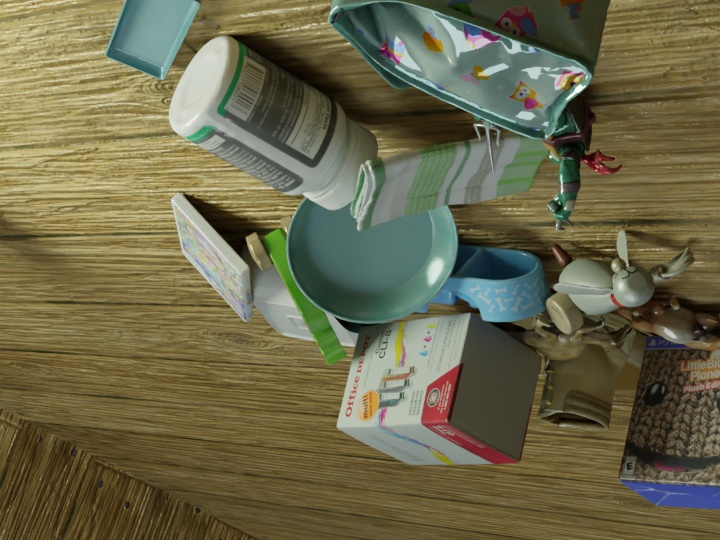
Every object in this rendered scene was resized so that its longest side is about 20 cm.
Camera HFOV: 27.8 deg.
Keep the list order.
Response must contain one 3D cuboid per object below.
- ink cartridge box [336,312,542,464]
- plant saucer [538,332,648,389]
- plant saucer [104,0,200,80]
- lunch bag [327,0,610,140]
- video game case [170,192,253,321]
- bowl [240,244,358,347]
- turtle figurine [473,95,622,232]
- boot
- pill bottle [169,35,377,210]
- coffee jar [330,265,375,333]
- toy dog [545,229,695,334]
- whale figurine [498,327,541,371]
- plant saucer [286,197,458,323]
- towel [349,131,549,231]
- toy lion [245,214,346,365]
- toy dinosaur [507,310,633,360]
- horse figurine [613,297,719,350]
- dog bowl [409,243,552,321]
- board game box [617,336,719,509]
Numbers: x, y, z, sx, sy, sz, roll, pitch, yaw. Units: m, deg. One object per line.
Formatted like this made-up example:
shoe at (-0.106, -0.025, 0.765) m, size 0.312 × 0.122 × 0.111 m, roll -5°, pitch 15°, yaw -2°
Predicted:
ink cartridge box at (0.096, 0.152, 1.812) m, size 0.144 × 0.146 × 0.200 m, roll 30°, pitch 153°, yaw -36°
plant saucer at (0.324, 0.120, 1.980) m, size 0.199 × 0.036 × 0.200 m, roll 15°, pitch 160°, yaw 6°
plant saucer at (-0.212, -0.249, 1.474) m, size 0.070 × 0.019 × 0.200 m, roll 22°, pitch 161°, yaw -12°
lunch bag at (0.084, -0.216, 1.089) m, size 0.199 × 0.171 × 0.122 m, roll 19°, pitch 153°, yaw -4°
video game case at (-0.200, -0.015, 1.983) m, size 0.143 × 0.018 × 0.200 m, roll 46°, pitch 165°, yaw 13°
bowl at (-0.068, 0.043, 2.050) m, size 0.199 × 0.075 × 0.200 m, roll 9°, pitch 157°, yaw 21°
turtle figurine at (0.168, -0.133, 1.353) m, size 0.150 × 0.101 × 0.200 m, roll 48°, pitch 176°, yaw 35°
boot at (0.239, 0.113, 1.853) m, size 0.199 × 0.156 × 0.073 m, roll 17°, pitch 161°, yaw 7°
pill bottle at (-0.087, -0.147, 1.500) m, size 0.200 × 0.113 × 0.113 m, roll 29°, pitch 157°, yaw -29°
coffee jar at (0.000, 0.000, 1.825) m, size 0.085 × 0.104 × 0.200 m, roll 48°, pitch 170°, yaw 21°
toy dog at (0.266, 0.001, 1.633) m, size 0.096 × 0.132 × 0.200 m, roll 54°, pitch 148°, yaw -1°
whale figurine at (0.165, 0.124, 1.969) m, size 0.159 × 0.104 × 0.200 m, roll 21°, pitch 179°, yaw 15°
plant saucer at (0.013, -0.035, 1.686) m, size 0.199 × 0.200 × 0.036 m, roll 23°, pitch -158°, yaw -15°
towel at (0.093, -0.093, 1.482) m, size 0.199 × 0.031 × 0.149 m, roll -11°, pitch 164°, yaw -9°
toy lion at (-0.073, 0.031, 1.827) m, size 0.192 × 0.068 × 0.200 m, roll 62°, pitch 177°, yaw -1°
toy dinosaur at (0.231, 0.077, 1.779) m, size 0.199 × 0.058 × 0.101 m, roll -1°, pitch 137°, yaw 16°
horse figurine at (0.389, 0.061, 1.740) m, size 0.199 × 0.050 × 0.133 m, roll 12°, pitch 172°, yaw -2°
dog bowl at (0.134, 0.010, 1.753) m, size 0.199 × 0.111 × 0.050 m, roll 7°, pitch 118°, yaw 27°
board game box at (0.433, 0.191, 1.831) m, size 0.159 × 0.201 × 0.097 m, roll -5°, pitch 151°, yaw 43°
